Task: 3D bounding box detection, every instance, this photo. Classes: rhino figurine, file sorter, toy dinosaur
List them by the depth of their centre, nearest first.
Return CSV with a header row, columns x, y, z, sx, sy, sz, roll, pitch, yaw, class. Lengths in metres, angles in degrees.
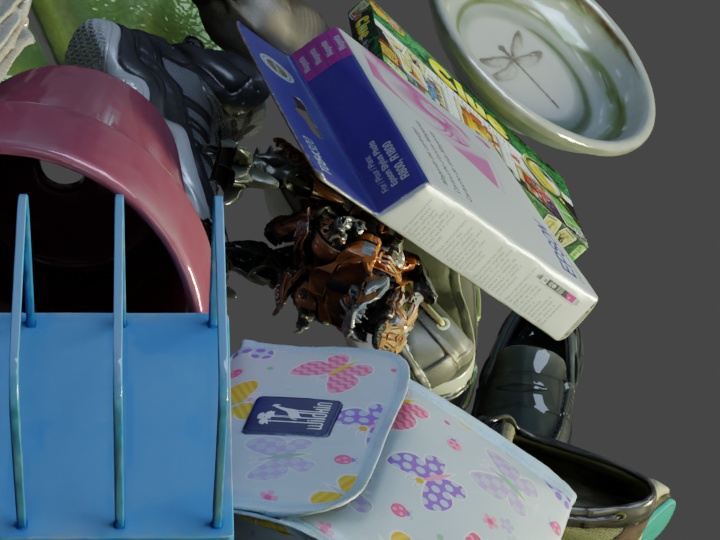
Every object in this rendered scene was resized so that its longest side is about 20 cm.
x,y,z,sx,sy,sz,roll,pitch,yaw,class
-0.159,0.042,1.182,0.199,0.123,0.139,0,48,-5,file sorter
-0.029,-0.015,1.419,0.135,0.102,0.200,10,7,-21,toy dinosaur
-0.033,-0.136,1.640,0.200,0.060,0.087,36,9,-36,rhino figurine

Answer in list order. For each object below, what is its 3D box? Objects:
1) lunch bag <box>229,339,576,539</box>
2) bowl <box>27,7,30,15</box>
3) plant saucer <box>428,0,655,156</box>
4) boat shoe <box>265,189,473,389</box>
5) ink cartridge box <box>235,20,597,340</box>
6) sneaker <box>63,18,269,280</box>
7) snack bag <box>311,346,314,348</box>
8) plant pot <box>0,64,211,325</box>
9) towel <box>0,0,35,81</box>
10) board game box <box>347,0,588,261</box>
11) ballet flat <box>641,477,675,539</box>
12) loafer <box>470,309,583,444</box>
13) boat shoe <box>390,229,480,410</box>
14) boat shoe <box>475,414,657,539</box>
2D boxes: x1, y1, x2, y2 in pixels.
x,y,z,sx,sy,sz,roll,pitch,yaw,class
-0.005,0.131,1.292,0.200,0.127,0.170,33,31,-1,lunch bag
-0.306,-0.130,1.398,0.199,0.075,0.200,27,38,11,bowl
0.119,-0.149,1.785,0.200,0.050,0.200,26,38,-22,plant saucer
0.001,0.002,1.501,0.060,0.072,0.202,-30,48,-5,boat shoe
0.032,-0.066,1.474,0.200,0.043,0.196,35,16,-33,ink cartridge box
-0.098,-0.074,1.536,0.114,0.076,0.200,-5,56,-38,sneaker
-0.007,0.155,1.449,0.200,0.021,0.189,47,40,5,snack bag
-0.171,-0.019,1.359,0.200,0.200,0.179,31,26,-12,plant pot
-0.277,-0.115,1.286,0.199,0.035,0.133,10,37,11,towel
0.071,-0.093,1.666,0.200,0.023,0.105,41,15,-25,board game box
0.119,0.170,1.485,0.069,0.069,0.200,47,35,7,ballet flat
0.098,0.079,1.540,0.068,0.071,0.201,0,31,15,loafer
0.040,0.011,1.584,0.072,0.060,0.202,-2,48,0,boat shoe
0.072,0.111,1.416,0.200,0.065,0.073,15,42,-11,boat shoe
